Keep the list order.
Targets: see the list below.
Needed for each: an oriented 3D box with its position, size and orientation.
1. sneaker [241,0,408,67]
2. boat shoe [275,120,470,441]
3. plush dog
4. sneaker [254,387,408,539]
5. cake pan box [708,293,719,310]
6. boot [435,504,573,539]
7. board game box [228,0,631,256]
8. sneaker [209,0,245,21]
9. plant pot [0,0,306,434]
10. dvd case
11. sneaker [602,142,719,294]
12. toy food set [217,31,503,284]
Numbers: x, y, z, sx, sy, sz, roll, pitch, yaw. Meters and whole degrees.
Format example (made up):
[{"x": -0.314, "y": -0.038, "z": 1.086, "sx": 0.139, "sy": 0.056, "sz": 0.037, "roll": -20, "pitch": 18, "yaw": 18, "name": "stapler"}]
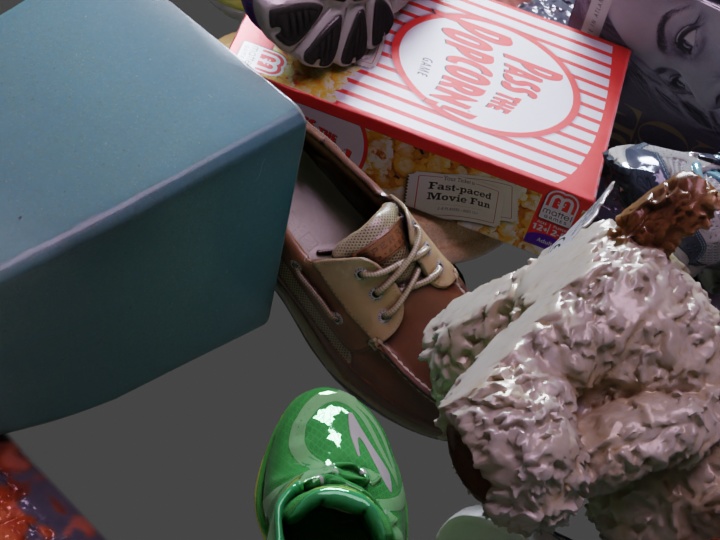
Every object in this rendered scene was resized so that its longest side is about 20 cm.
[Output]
[{"x": -0.014, "y": -0.163, "z": 1.312, "sx": 0.083, "sy": 0.081, "sz": 0.200, "roll": 14, "pitch": 27, "yaw": 21, "name": "sneaker"}, {"x": 0.000, "y": 0.000, "z": 1.222, "sx": 0.200, "sy": 0.074, "sz": 0.076, "roll": 42, "pitch": 65, "yaw": 5, "name": "boat shoe"}, {"x": 0.132, "y": 0.068, "z": 1.112, "sx": 0.172, "sy": 0.160, "sz": 0.200, "roll": 51, "pitch": 5, "yaw": -11, "name": "plush dog"}, {"x": -0.007, "y": 0.116, "z": 1.098, "sx": 0.074, "sy": 0.084, "sz": 0.201, "roll": 13, "pitch": 37, "yaw": -9, "name": "sneaker"}, {"x": 0.224, "y": 0.092, "z": 1.264, "sx": 0.184, "sy": 0.052, "sz": 0.200, "roll": -16, "pitch": 50, "yaw": -41, "name": "cake pan box"}, {"x": 0.126, "y": 0.166, "z": 1.120, "sx": 0.200, "sy": 0.073, "sz": 0.090, "roll": 41, "pitch": 34, "yaw": 14, "name": "boot"}, {"x": 0.033, "y": -0.094, "z": 1.329, "sx": 0.199, "sy": 0.046, "sz": 0.152, "roll": 20, "pitch": 37, "yaw": -1, "name": "board game box"}, {"x": -0.090, "y": -0.235, "z": 1.481, "sx": 0.076, "sy": 0.105, "sz": 0.200, "roll": -21, "pitch": 53, "yaw": -41, "name": "sneaker"}, {"x": -0.151, "y": -0.020, "z": 1.159, "sx": 0.141, "sy": 0.142, "sz": 0.200, "roll": 39, "pitch": 50, "yaw": 24, "name": "plant pot"}, {"x": 0.198, "y": -0.082, "z": 1.388, "sx": 0.199, "sy": 0.149, "sz": 0.016, "roll": 27, "pitch": 50, "yaw": 9, "name": "dvd case"}, {"x": 0.190, "y": -0.039, "z": 1.306, "sx": 0.200, "sy": 0.086, "sz": 0.078, "roll": 14, "pitch": 50, "yaw": -63, "name": "sneaker"}, {"x": -0.007, "y": -0.062, "z": 1.350, "sx": 0.199, "sy": 0.049, "sz": 0.198, "roll": 24, "pitch": 37, "yaw": 4, "name": "toy food set"}]
